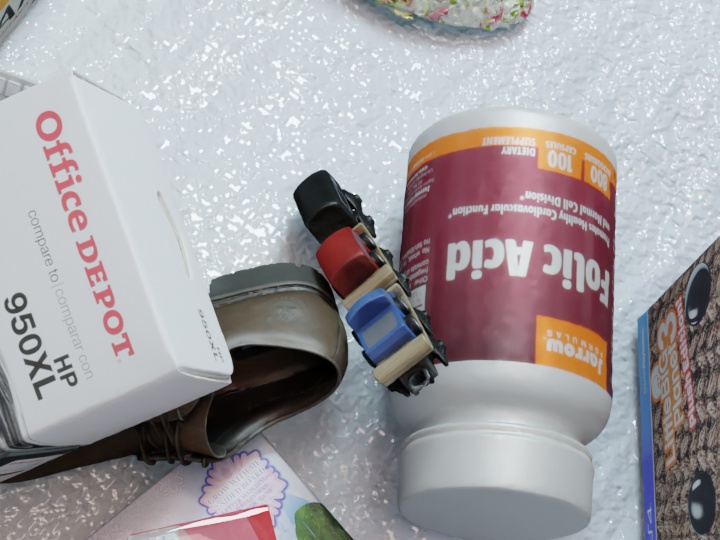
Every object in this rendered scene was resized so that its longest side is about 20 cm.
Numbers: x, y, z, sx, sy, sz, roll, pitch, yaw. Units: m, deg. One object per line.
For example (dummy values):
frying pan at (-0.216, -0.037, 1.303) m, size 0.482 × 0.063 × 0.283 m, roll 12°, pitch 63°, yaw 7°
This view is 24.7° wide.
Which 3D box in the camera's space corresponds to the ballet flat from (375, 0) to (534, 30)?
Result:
ballet flat at (0.013, -0.195, 0.951) m, size 0.199 × 0.064 × 0.076 m, roll 18°, pitch 64°, yaw -5°

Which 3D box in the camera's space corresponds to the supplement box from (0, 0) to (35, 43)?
supplement box at (-0.262, -0.208, 0.890) m, size 0.199 × 0.074 × 0.126 m, roll 32°, pitch 65°, yaw 2°

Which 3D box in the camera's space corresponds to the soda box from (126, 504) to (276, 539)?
soda box at (-0.052, 0.211, 0.722) m, size 0.070 × 0.063 × 0.201 m, roll -11°, pitch 70°, yaw -17°

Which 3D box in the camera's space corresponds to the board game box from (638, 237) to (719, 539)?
board game box at (0.217, 0.066, 0.803) m, size 0.096 × 0.200 × 0.160 m, roll 6°, pitch 66°, yaw -10°

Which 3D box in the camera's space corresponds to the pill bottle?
pill bottle at (0.073, 0.029, 0.843) m, size 0.113 × 0.114 × 0.201 m, roll 9°, pitch 66°, yaw -9°

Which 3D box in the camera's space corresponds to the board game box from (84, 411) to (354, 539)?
board game box at (-0.067, 0.205, 0.779) m, size 0.200 × 0.041 × 0.200 m, roll -39°, pitch 80°, yaw -24°

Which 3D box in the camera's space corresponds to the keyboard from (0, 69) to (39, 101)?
keyboard at (-0.264, -0.106, 0.861) m, size 0.199 × 0.056 × 0.011 m, roll 20°, pitch 32°, yaw -4°

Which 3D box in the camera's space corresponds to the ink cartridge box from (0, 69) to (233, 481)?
ink cartridge box at (-0.178, 0.019, 0.741) m, size 0.199 × 0.084 × 0.145 m, roll -23°, pitch 80°, yaw 9°

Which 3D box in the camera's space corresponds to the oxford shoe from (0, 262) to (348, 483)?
oxford shoe at (-0.101, 0.060, 0.790) m, size 0.199 × 0.073 × 0.085 m, roll -22°, pitch 35°, yaw -1°

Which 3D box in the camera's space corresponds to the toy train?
toy train at (0.000, 0.000, 0.816) m, size 0.034 × 0.200 × 0.046 m, roll -37°, pitch 121°, yaw 6°
